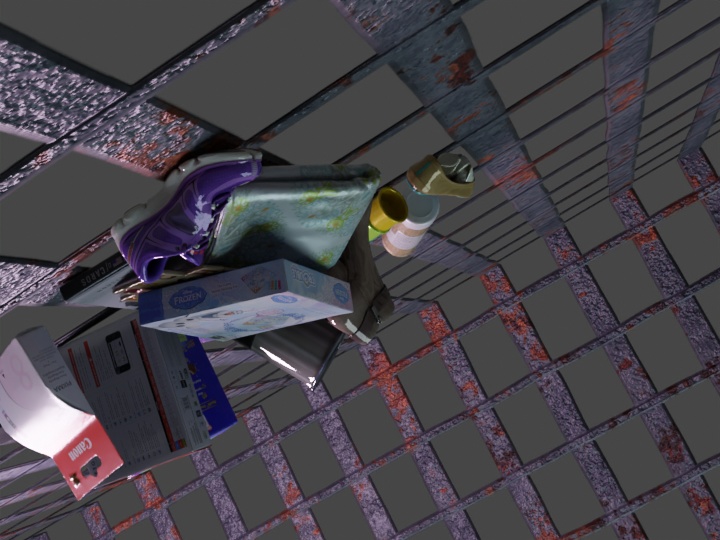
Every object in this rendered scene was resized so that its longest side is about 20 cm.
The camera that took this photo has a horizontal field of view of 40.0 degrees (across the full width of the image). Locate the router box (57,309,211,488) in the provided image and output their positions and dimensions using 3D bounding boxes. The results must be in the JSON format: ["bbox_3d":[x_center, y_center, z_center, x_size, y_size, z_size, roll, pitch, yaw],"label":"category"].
[{"bbox_3d":[-0.312,0.171,1.346,0.177,0.204,0.049,-22,173,23],"label":"router box"}]

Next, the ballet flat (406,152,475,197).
[{"bbox_3d":[0.138,-0.146,1.496,0.063,0.069,0.199,-48,164,24],"label":"ballet flat"}]

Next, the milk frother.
[{"bbox_3d":[-0.109,0.050,1.386,0.183,0.186,0.200,-62,175,5],"label":"milk frother"}]

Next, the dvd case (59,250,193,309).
[{"bbox_3d":[-0.258,-0.001,1.211,0.149,0.025,0.200,-30,170,8],"label":"dvd case"}]

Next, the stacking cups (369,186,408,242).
[{"bbox_3d":[-0.008,-0.054,1.548,0.060,0.061,0.199,-18,165,-47],"label":"stacking cups"}]

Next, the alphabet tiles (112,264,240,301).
[{"bbox_3d":[-0.192,0.020,1.203,0.165,0.006,0.198,-17,165,39],"label":"alphabet tiles"}]

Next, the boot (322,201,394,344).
[{"bbox_3d":[0.000,0.000,1.392,0.070,0.147,0.201,-18,-152,46],"label":"boot"}]

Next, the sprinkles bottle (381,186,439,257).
[{"bbox_3d":[0.081,-0.080,1.652,0.067,0.069,0.200,-26,170,-13],"label":"sprinkles bottle"}]

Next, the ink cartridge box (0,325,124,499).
[{"bbox_3d":[-0.399,0.191,1.260,0.057,0.202,0.162,-21,168,-45],"label":"ink cartridge box"}]

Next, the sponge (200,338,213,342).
[{"bbox_3d":[-0.202,0.064,1.697,0.198,0.030,0.111,-32,170,20],"label":"sponge"}]

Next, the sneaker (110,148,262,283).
[{"bbox_3d":[-0.167,-0.056,1.013,0.199,0.084,0.080,-35,169,29],"label":"sneaker"}]

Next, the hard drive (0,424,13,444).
[{"bbox_3d":[-0.560,0.235,1.502,0.134,0.043,0.199,-35,169,31],"label":"hard drive"}]

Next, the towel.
[{"bbox_3d":[-0.089,-0.055,1.147,0.196,0.049,0.172,-5,151,-27],"label":"towel"}]

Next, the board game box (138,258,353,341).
[{"bbox_3d":[-0.135,0.040,1.213,0.195,0.044,0.200,-12,167,19],"label":"board game box"}]

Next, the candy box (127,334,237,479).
[{"bbox_3d":[-0.302,0.177,1.466,0.167,0.203,0.077,-20,168,-37],"label":"candy box"}]
